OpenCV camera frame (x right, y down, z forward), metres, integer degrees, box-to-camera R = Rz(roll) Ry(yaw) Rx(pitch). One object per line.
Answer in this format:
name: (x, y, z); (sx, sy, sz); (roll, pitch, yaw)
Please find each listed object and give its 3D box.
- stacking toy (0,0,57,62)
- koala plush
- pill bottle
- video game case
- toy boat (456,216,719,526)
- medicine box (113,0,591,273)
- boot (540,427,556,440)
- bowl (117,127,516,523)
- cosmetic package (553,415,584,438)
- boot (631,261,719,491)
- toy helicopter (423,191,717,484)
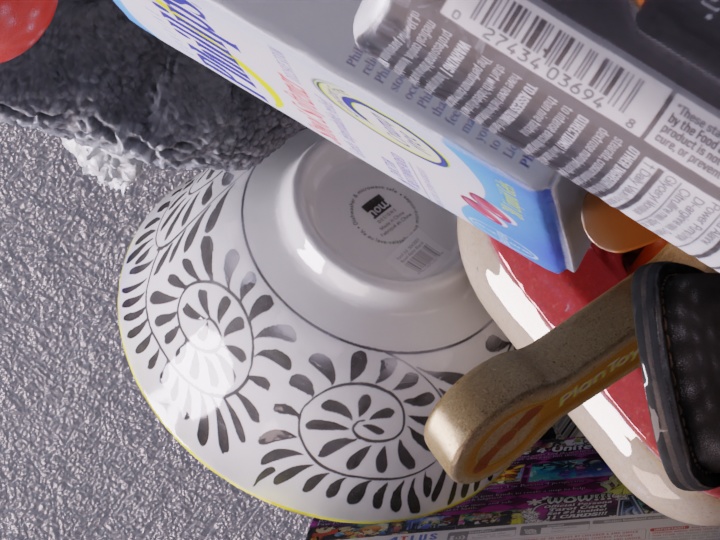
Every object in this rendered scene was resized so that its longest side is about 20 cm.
stacking toy: (-0.154, -0.155, 0.877); (0.201, 0.085, 0.085); (68, -167, 22)
koala plush: (-0.096, -0.113, 1.128); (0.183, 0.178, 0.200); (21, 174, -6)
pill bottle: (0.106, -0.053, 0.666); (0.199, 0.107, 0.106); (31, 177, -3)
video game case: (0.074, 0.118, 1.113); (0.198, 0.036, 0.181); (-6, -164, 10)
toy boat: (0.135, -0.002, 1.049); (0.130, 0.131, 0.200); (-2, -132, -54)
medicine box: (0.007, -0.101, 0.874); (0.199, 0.103, 0.182); (30, 176, 10)
boot: (0.025, 0.063, 1.295); (0.162, 0.073, 0.200); (-8, 98, 67)
bowl: (0.000, 0.000, 1.121); (0.200, 0.201, 0.094); (31, 141, 6)
cosmetic package: (0.178, 0.074, 1.315); (0.199, 0.087, 0.104); (10, -144, -35)
boot: (0.187, 0.018, 0.760); (0.173, 0.070, 0.200); (-15, 166, 30)
toy helicopter: (0.106, 0.004, 0.844); (0.079, 0.199, 0.133); (50, 161, 22)
